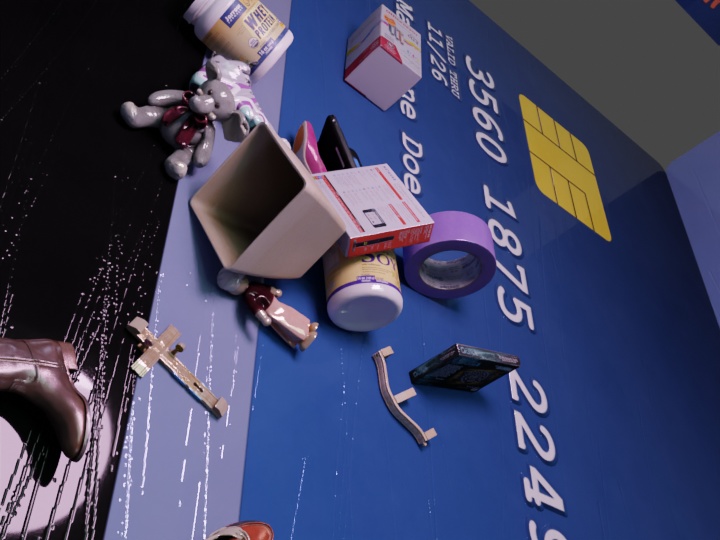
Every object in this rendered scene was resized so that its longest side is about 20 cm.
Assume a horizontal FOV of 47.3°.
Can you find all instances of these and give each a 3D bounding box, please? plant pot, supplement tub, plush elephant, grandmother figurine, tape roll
[{"bbox_3d":[-0.144,-0.101,1.449,0.177,0.200,0.200,30,19,-48],"label":"plant pot"},{"bbox_3d":[-0.257,-0.507,1.726,0.200,0.144,0.145,41,37,-17],"label":"supplement tub"},{"bbox_3d":[-0.292,-0.282,1.485,0.165,0.155,0.200,54,36,2],"label":"plush elephant"},{"bbox_3d":[0.000,0.000,1.589,0.145,0.145,0.201,22,46,-36],"label":"supplement tub"},{"bbox_3d":[-0.165,0.061,1.432,0.200,0.061,0.121,39,10,-14],"label":"grandmother figurine"},{"bbox_3d":[0.191,-0.031,1.787,0.200,0.200,0.085,29,42,-30],"label":"tape roll"}]

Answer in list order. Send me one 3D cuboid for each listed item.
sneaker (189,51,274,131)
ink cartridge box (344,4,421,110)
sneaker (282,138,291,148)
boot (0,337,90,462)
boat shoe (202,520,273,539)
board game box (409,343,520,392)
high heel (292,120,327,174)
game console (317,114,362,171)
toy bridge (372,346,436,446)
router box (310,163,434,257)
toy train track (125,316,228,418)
[{"bbox_3d":[-0.231,-0.362,1.656,0.200,0.078,0.140,38,61,-22],"label":"sneaker"},{"bbox_3d":[0.060,-0.550,2.122,0.145,0.145,0.200,31,40,-28],"label":"ink cartridge box"},{"bbox_3d":[-0.173,-0.175,1.614,0.090,0.078,0.200,3,54,-35],"label":"sneaker"},{"bbox_3d":[-0.447,0.154,1.021,0.200,0.064,0.187,15,37,-45],"label":"boot"},{"bbox_3d":[-0.186,0.386,1.125,0.200,0.063,0.071,-5,62,-52],"label":"boat shoe"},{"bbox_3d":[0.215,0.201,1.673,0.200,0.135,0.028,15,50,-42],"label":"board game box"},{"bbox_3d":[-0.089,-0.221,1.734,0.096,0.067,0.201,13,56,-30],"label":"high heel"},{"bbox_3d":[-0.008,-0.222,1.800,0.116,0.176,0.200,-14,68,-22],"label":"game console"},{"bbox_3d":[0.077,0.244,1.572,0.067,0.027,0.200,-13,71,-50],"label":"toy bridge"},{"bbox_3d":[0.014,-0.118,1.564,0.179,0.049,0.200,-11,45,-25],"label":"router box"},{"bbox_3d":[-0.273,0.145,1.254,0.200,0.033,0.115,47,36,-10],"label":"toy train track"}]
